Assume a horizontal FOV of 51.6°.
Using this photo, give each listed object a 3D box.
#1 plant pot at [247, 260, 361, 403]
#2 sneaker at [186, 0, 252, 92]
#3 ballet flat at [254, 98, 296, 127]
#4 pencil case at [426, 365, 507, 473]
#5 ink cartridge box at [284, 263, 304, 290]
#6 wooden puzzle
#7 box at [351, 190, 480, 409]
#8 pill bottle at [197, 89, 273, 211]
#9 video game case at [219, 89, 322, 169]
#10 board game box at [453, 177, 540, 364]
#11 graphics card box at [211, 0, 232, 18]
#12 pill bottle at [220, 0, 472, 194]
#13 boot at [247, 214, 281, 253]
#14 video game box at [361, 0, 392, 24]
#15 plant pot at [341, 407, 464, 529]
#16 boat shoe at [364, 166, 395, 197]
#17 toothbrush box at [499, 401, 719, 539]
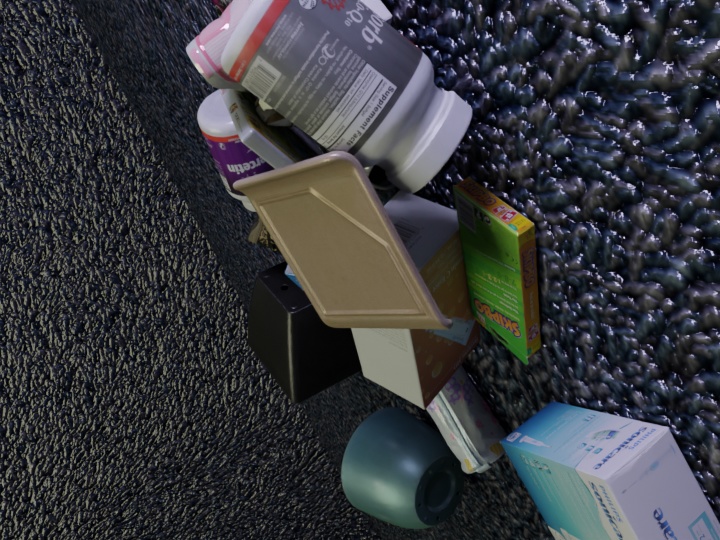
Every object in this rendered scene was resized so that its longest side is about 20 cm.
[{"bbox_3d":[-0.094,0.083,1.365,0.199,0.198,0.179,42,148,43],"label":"plant pot"},{"bbox_3d":[-0.117,-0.257,0.821,0.076,0.104,0.200,49,-166,-10],"label":"sneaker"},{"bbox_3d":[-0.086,-0.197,0.833,0.073,0.072,0.200,58,168,-3],"label":"ballet flat"},{"bbox_3d":[0.128,0.182,1.043,0.201,0.083,0.091,57,-173,-2],"label":"pencil case"},{"bbox_3d":[0.000,0.000,0.907,0.066,0.118,0.200,9,158,31],"label":"ink cartridge box"},{"bbox_3d":[-0.017,-0.022,0.715,0.184,0.037,0.201,-4,126,52],"label":"wooden puzzle"},{"bbox_3d":[0.059,0.035,0.839,0.097,0.124,0.202,24,145,33],"label":"box"},{"bbox_3d":[-0.187,-0.195,1.229,0.112,0.112,0.201,44,160,38],"label":"pill bottle"},{"bbox_3d":[-0.100,-0.167,0.927,0.200,0.023,0.183,37,-160,-48],"label":"video game case"},{"bbox_3d":[0.143,0.007,0.763,0.096,0.030,0.202,45,158,41],"label":"board game box"},{"bbox_3d":[-0.142,-0.329,0.941,0.125,0.051,0.202,38,157,49],"label":"graphics card box"},{"bbox_3d":[-0.009,-0.162,0.637,0.199,0.117,0.116,35,169,-14],"label":"pill bottle"},{"bbox_3d":[-0.096,-0.064,1.216,0.149,0.074,0.200,32,148,-8],"label":"boot"},{"bbox_3d":[-0.051,-0.275,0.775,0.201,0.047,0.182,55,167,9],"label":"video game box"},{"bbox_3d":[0.090,0.369,1.342,0.160,0.200,0.202,14,136,51],"label":"plant pot"},{"bbox_3d":[0.010,-0.112,0.847,0.067,0.073,0.200,44,167,17],"label":"boat shoe"},{"bbox_3d":[0.249,0.226,0.751,0.148,0.085,0.200,59,165,-5],"label":"toothbrush box"}]
